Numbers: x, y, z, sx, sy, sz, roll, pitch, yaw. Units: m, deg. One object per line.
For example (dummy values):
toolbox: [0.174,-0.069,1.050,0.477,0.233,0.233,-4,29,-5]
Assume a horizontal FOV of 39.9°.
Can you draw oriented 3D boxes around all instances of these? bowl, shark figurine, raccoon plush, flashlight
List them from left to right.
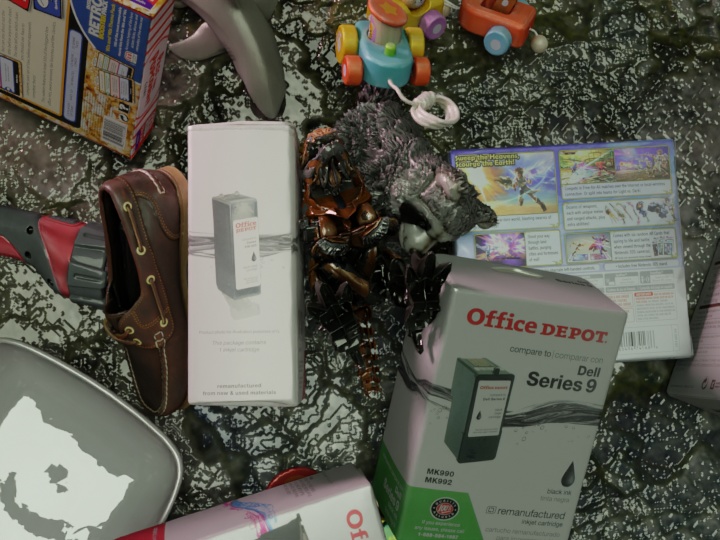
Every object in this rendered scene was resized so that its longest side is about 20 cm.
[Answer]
flashlight: [-0.291,-0.021,0.797,0.196,0.068,0.069,10,52,0]
bowl: [-0.252,0.175,0.774,0.198,0.075,0.201,33,83,0]
shark figurine: [-0.144,-0.229,0.815,0.211,0.089,0.130,22,82,-4]
raccoon plush: [0.042,-0.109,0.780,0.132,0.096,0.204,-4,83,37]

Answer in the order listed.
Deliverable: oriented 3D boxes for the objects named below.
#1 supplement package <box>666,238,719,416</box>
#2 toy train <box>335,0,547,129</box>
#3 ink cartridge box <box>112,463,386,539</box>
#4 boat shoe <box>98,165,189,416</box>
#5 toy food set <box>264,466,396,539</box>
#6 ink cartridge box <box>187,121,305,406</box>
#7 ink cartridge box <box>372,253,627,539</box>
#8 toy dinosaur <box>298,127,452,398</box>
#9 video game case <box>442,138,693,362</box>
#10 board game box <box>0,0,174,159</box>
supplement package: [0.353,0.031,0.812,0.115,0.117,0.203,22,84,-1]
toy train: [0.067,-0.199,0.800,0.148,0.056,0.200,26,45,15]
ink cartridge box: [-0.071,0.244,0.718,0.197,0.086,0.150,-17,92,-8]
boat shoe: [-0.169,0.022,0.764,0.070,0.070,0.204,12,112,36]
toy food set: [-0.034,0.263,0.795,0.196,0.049,0.202,10,84,-3]
ink cartridge box: [-0.085,0.000,0.767,0.083,0.146,0.204,1,84,-1]
ink cartridge box: [0.102,0.103,0.760,0.143,0.084,0.204,7,105,-14]
toy dinosaur: [0.000,0.000,0.733,0.101,0.136,0.201,-35,121,-4]
video game case: [0.172,-0.012,0.838,0.196,0.045,0.185,-3,86,-5]
board game box: [-0.251,-0.192,0.771,0.197,0.152,0.047,25,49,-2]
